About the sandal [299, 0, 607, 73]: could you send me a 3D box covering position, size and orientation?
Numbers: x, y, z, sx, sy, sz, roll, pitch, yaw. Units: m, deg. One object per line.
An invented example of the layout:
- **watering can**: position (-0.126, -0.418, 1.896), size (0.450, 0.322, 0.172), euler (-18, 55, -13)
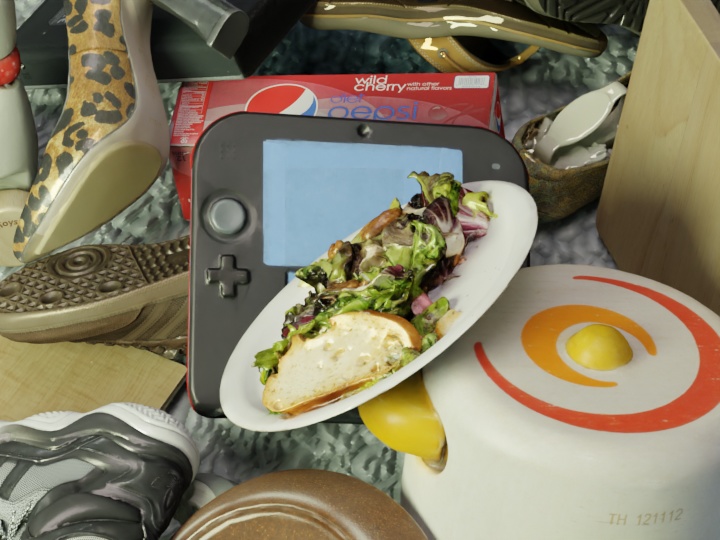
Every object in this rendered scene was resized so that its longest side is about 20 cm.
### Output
- **sandal**: position (0.055, -0.148, 1.774), size (0.199, 0.054, 0.080), euler (5, 21, 2)

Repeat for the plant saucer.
- **plant saucer**: position (-0.046, 0.198, 1.465), size (0.199, 0.034, 0.201), euler (-9, 71, 26)

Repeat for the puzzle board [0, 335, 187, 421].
- **puzzle board**: position (-0.213, 0.107, 1.639), size (0.150, 0.017, 0.200), euler (21, 58, 23)

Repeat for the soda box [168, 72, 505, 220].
- **soda box**: position (-0.014, -0.075, 1.720), size (0.199, 0.070, 0.064), euler (1, 49, 10)

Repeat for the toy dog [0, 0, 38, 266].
- **toy dog**: position (-0.246, -0.095, 1.704), size (0.096, 0.201, 0.132), euler (-10, 24, -6)

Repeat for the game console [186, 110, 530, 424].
- **game console**: position (0.000, 0.000, 1.609), size (0.199, 0.031, 0.178), euler (3, 72, -11)

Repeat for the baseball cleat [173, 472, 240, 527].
- **baseball cleat**: position (-0.010, 0.163, 1.538), size (0.106, 0.070, 0.200), euler (-30, 54, -35)

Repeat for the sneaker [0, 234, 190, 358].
- **sneaker**: position (-0.115, 0.024, 1.648), size (0.199, 0.076, 0.071), euler (-13, 31, -1)

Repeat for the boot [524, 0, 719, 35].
- **boot**: position (0.122, -0.205, 1.806), size (0.181, 0.073, 0.200), euler (11, 11, -33)

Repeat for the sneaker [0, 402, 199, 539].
- **sneaker**: position (-0.188, 0.139, 1.525), size (0.199, 0.076, 0.114), euler (-12, 39, 18)

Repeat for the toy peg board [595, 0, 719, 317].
- **toy peg board**: position (0.230, -0.036, 1.579), size (0.097, 0.201, 0.200), euler (-11, 48, -19)

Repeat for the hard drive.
- **hard drive**: position (-0.118, -0.168, 1.783), size (0.199, 0.033, 0.140), euler (0, 39, 39)

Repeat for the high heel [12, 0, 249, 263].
- **high heel**: position (-0.174, -0.108, 1.686), size (0.142, 0.071, 0.200), euler (34, 83, 30)

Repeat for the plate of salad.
- **plate of salad**: position (0.003, 0.010, 1.496), size (0.200, 0.048, 0.200), euler (-30, 23, 14)

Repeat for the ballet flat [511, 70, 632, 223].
- **ballet flat**: position (0.171, -0.098, 1.713), size (0.200, 0.071, 0.071), euler (-31, 53, -16)

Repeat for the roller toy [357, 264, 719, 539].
- **roller toy**: position (0.115, 0.087, 1.492), size (0.200, 0.140, 0.182), euler (29, 40, 28)
